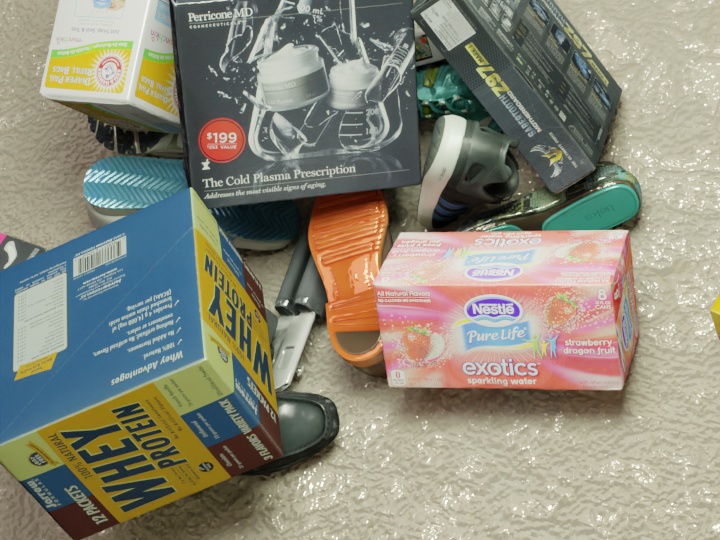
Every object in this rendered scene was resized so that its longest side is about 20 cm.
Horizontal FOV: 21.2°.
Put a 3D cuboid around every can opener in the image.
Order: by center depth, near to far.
[{"bbox_3d":[-0.057,0.019,1.686,0.053,0.066,0.201,-6,52,46],"label":"can opener"}]

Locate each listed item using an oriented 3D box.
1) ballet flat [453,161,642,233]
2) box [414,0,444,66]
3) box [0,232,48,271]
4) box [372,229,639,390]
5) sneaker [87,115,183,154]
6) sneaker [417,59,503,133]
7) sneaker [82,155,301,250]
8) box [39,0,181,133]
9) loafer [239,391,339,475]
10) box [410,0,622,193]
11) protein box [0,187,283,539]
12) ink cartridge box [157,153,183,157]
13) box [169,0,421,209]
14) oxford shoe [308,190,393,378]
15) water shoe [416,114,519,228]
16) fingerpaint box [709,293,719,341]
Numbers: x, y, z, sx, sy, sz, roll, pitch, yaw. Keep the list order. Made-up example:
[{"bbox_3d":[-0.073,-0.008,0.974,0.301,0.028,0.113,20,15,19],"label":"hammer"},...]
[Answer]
[{"bbox_3d":[0.146,-0.038,1.655,0.199,0.074,0.074,-21,56,6],"label":"ballet flat"},{"bbox_3d":[0.049,-0.251,1.773,0.110,0.035,0.200,-14,34,8],"label":"box"},{"bbox_3d":[-0.370,0.027,1.773,0.199,0.106,0.123,17,68,28],"label":"box"},{"bbox_3d":[0.121,0.031,1.570,0.199,0.103,0.095,0,28,18],"label":"box"},{"bbox_3d":[-0.164,-0.135,1.774,0.199,0.086,0.078,14,93,31],"label":"sneaker"},{"bbox_3d":[0.064,-0.155,1.727,0.199,0.078,0.080,14,36,36],"label":"sneaker"},{"bbox_3d":[-0.152,-0.054,1.762,0.199,0.081,0.077,10,62,3],"label":"sneaker"},{"bbox_3d":[-0.193,-0.231,1.693,0.101,0.112,0.201,7,82,31],"label":"box"},{"bbox_3d":[-0.117,0.143,1.627,0.200,0.070,0.068,-11,81,15],"label":"loafer"},{"bbox_3d":[0.136,-0.184,1.625,0.051,0.200,0.158,-30,18,31],"label":"box"},{"bbox_3d":[-0.187,0.076,1.574,0.198,0.135,0.201,-23,43,12],"label":"protein box"},{"bbox_3d":[-0.137,-0.181,1.857,0.199,0.047,0.161,12,65,8],"label":"ink cartridge box"},{"bbox_3d":[-0.057,-0.162,1.622,0.199,0.183,0.104,-7,24,-7],"label":"box"},{"bbox_3d":[0.000,0.000,1.670,0.071,0.073,0.201,-11,63,16],"label":"oxford shoe"},{"bbox_3d":[0.093,-0.072,1.622,0.079,0.200,0.072,16,80,4],"label":"water shoe"},{"bbox_3d":[0.405,0.016,1.513,0.199,0.073,0.167,25,72,30],"label":"fingerpaint box"}]
